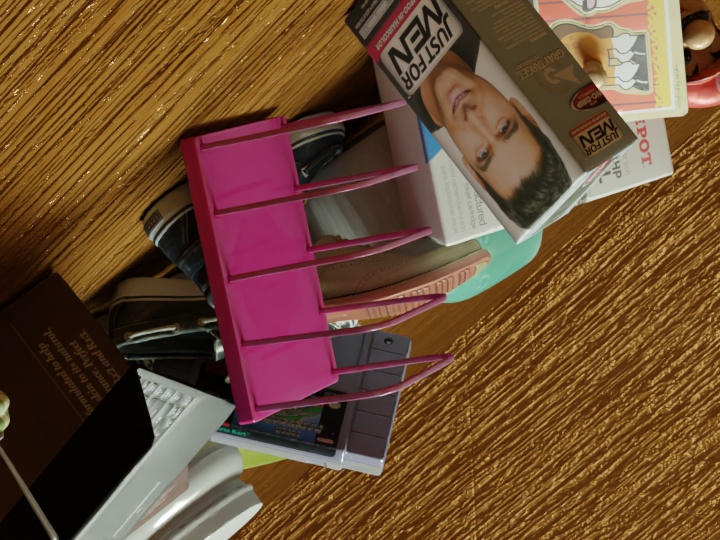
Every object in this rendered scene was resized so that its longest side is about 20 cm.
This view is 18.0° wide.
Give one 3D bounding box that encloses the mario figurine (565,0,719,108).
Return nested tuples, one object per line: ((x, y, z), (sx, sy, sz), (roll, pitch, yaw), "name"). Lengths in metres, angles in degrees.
((0.216, -0.206, 1.642), (0.123, 0.200, 0.106), (-30, -166, 27), "mario figurine")

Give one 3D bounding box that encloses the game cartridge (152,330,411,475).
((-0.067, 0.088, 1.821), (0.039, 0.198, 0.130), (100, 3, -48), "game cartridge")

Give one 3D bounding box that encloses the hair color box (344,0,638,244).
((0.086, -0.130, 1.540), (0.060, 0.200, 0.099), (-31, 169, -38), "hair color box")

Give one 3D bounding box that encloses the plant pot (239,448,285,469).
((-0.111, 0.095, 2.023), (0.192, 0.201, 0.200), (-26, 171, -3), "plant pot")

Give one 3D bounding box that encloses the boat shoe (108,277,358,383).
((-0.100, 0.046, 1.784), (0.198, 0.069, 0.074), (4, 148, -3), "boat shoe")

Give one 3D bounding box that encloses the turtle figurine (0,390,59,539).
((-0.285, 0.111, 1.351), (0.143, 0.202, 0.194), (-8, 162, 29), "turtle figurine")

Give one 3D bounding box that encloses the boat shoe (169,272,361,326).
((-0.078, 0.065, 1.904), (0.069, 0.199, 0.072), (97, 10, -48), "boat shoe")

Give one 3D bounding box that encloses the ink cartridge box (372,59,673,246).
((0.125, -0.119, 1.728), (0.199, 0.146, 0.084), (-18, -164, -18), "ink cartridge box")

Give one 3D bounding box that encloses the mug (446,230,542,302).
((0.073, -0.041, 2.132), (0.114, 0.152, 0.185), (-30, 169, -30), "mug")

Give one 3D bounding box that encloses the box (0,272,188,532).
((-0.237, 0.132, 1.681), (0.164, 0.166, 0.200), (-36, 172, -12), "box")

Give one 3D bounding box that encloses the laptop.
((-0.162, 0.161, 1.487), (0.177, 0.103, 0.200), (-49, 149, 8), "laptop")

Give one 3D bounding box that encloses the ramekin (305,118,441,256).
((0.024, -0.062, 1.858), (0.200, 0.105, 0.200), (-35, -176, 3), "ramekin")

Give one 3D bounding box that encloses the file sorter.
((-0.022, -0.012, 1.595), (0.125, 0.202, 0.139), (-9, -174, 26), "file sorter")

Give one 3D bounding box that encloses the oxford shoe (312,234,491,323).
((0.000, 0.000, 1.734), (0.199, 0.074, 0.071), (-16, 165, -6), "oxford shoe")

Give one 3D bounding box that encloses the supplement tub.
((-0.188, 0.150, 1.870), (0.145, 0.200, 0.145), (-37, 172, -6), "supplement tub")

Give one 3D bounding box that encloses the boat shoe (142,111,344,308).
((-0.068, -0.044, 1.721), (0.200, 0.091, 0.071), (-32, 170, -36), "boat shoe")

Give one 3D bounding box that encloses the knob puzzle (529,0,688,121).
((0.126, -0.173, 1.603), (0.220, 0.219, 0.031), (-43, -158, 32), "knob puzzle")
